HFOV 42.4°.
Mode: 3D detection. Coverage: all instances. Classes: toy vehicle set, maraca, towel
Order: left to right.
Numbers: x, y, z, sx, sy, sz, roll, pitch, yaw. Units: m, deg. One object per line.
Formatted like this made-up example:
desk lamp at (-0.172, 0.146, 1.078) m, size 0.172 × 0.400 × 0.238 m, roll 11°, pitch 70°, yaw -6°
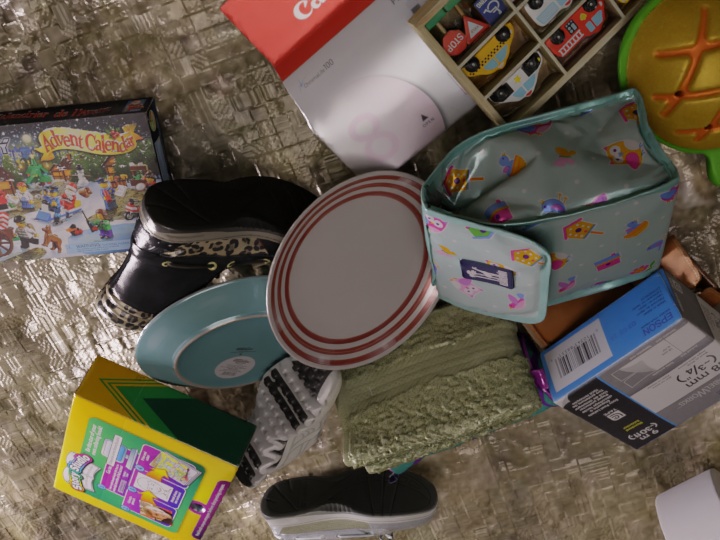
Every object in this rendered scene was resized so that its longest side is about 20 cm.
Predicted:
towel at (0.067, 0.105, 0.904) m, size 0.199 × 0.149 × 0.036 m, roll -20°, pitch 147°, yaw 13°
toy vehicle set at (0.150, -0.223, 0.741) m, size 0.200 × 0.027 × 0.124 m, roll -45°, pitch 113°, yaw 7°
maraca at (0.296, -0.154, 0.765) m, size 0.200 × 0.107 × 0.137 m, roll 38°, pitch 110°, yaw -24°

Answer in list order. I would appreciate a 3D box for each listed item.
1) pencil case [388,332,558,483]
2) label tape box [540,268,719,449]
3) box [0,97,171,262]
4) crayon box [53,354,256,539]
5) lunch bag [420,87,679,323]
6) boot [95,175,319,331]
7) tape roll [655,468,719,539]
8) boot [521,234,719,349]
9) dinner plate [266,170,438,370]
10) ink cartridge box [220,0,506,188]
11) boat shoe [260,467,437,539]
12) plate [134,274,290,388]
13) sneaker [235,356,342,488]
pencil case at (0.101, 0.139, 0.951) m, size 0.200 × 0.092 × 0.085 m, roll -27°, pitch 85°, yaw 14°
label tape box at (0.291, 0.101, 0.879) m, size 0.200 × 0.063 × 0.144 m, roll 30°, pitch 124°, yaw -32°
box at (-0.276, -0.080, 0.854) m, size 0.199 × 0.038 × 0.137 m, roll -5°, pitch 121°, yaw 3°
crayon box at (-0.219, 0.194, 0.963) m, size 0.172 × 0.058 × 0.200 m, roll 26°, pitch 136°, yaw -3°
lunch bag at (0.150, -0.041, 0.781) m, size 0.199 × 0.122 × 0.170 m, roll -18°, pitch 152°, yaw 1°
boot at (-0.132, -0.012, 0.852) m, size 0.203 × 0.074 × 0.154 m, roll 0°, pitch 143°, yaw -41°
tape roll at (0.399, 0.317, 0.990) m, size 0.071 × 0.203 × 0.203 m, roll -33°, pitch 115°, yaw 19°
boot at (0.240, 0.022, 0.886) m, size 0.200 × 0.077 × 0.155 m, roll 38°, pitch 116°, yaw -23°
dinner plate at (0.000, 0.000, 0.852) m, size 0.200 × 0.024 × 0.201 m, roll -17°, pitch 123°, yaw -28°
ink cartridge box at (0.004, -0.190, 0.781) m, size 0.162 × 0.057 × 0.200 m, roll -37°, pitch 118°, yaw 21°
boat shoe at (-0.010, 0.270, 1.045) m, size 0.201 × 0.075 × 0.065 m, roll -8°, pitch 127°, yaw 10°
plate at (-0.114, 0.071, 0.893) m, size 0.200 × 0.026 × 0.200 m, roll -15°, pitch 149°, yaw -9°
sneaker at (-0.067, 0.146, 0.954) m, size 0.081 × 0.075 × 0.200 m, roll -9°, pitch 149°, yaw -41°
